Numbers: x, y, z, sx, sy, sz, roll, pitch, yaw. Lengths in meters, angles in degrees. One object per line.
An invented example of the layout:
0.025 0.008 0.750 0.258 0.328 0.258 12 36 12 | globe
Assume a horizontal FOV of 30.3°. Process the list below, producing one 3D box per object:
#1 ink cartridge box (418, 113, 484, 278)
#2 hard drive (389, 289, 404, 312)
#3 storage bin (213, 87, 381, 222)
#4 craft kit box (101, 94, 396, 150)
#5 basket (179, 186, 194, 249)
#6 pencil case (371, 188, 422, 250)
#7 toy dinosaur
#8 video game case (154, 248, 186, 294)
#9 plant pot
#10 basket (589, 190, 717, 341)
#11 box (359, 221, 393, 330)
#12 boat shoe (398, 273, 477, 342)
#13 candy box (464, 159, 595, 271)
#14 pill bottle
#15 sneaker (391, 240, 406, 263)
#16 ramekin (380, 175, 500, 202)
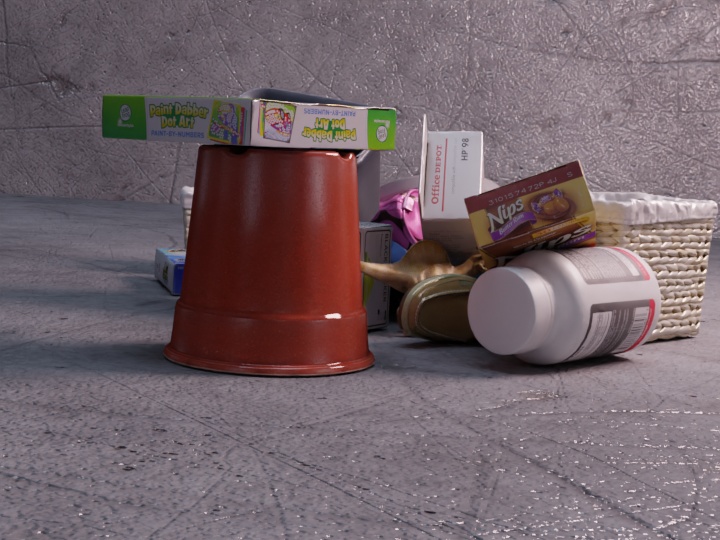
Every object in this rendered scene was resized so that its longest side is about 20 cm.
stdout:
0.105 -0.075 1.491 0.066 0.117 0.200 1 -28 7 | ink cartridge box
0.052 0.024 1.669 0.134 0.043 0.199 -3 9 -45 | hard drive
-0.068 -0.113 1.568 0.198 0.135 0.146 11 40 23 | storage bin
-0.102 -0.138 1.235 0.199 0.049 0.197 8 5 41 | craft kit box
-0.165 -0.055 1.942 0.198 0.125 0.136 1 6 -8 | basket
0.008 -0.060 1.721 0.199 0.094 0.091 -6 41 38 | pencil case
0.060 0.017 1.444 0.198 0.102 0.058 0 6 -26 | toy dinosaur
-0.166 0.001 1.776 0.198 0.046 0.181 1 5 -16 | video game case
-0.080 -0.016 1.236 0.199 0.197 0.201 3 6 0 | plant pot
0.272 -0.010 1.523 0.197 0.162 0.199 8 7 44 | basket
-0.063 -0.002 1.498 0.199 0.118 0.060 8 7 33 | box
0.129 0.045 1.400 0.199 0.072 0.076 -2 20 -43 | boat shoe
0.172 -0.043 1.321 0.116 0.057 0.200 -18 -14 7 | candy box
0.198 0.034 1.301 0.110 0.112 0.199 8 8 43 | pill bottle
0.000 0.000 1.584 0.070 0.078 0.200 51 -16 -30 | sneaker
0.104 -0.048 1.827 0.198 0.106 0.200 -3 -17 -1 | ramekin
